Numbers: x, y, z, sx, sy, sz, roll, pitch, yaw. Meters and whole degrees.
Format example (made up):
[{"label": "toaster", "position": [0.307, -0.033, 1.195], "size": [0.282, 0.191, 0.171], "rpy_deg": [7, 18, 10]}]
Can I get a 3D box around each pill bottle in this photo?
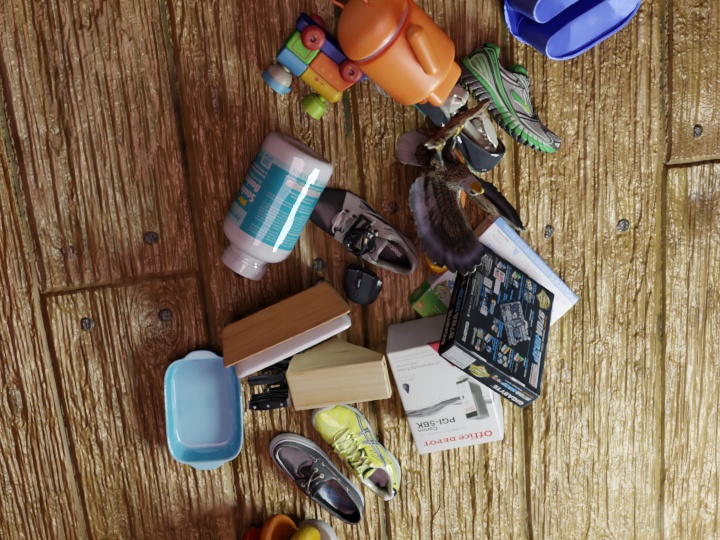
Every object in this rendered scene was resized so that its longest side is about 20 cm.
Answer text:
[{"label": "pill bottle", "position": [-0.129, -0.090, 1.375], "size": [0.110, 0.111, 0.202], "rpy_deg": [26, 101, -14]}]

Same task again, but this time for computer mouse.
[{"label": "computer mouse", "position": [0.000, 0.000, 1.398], "size": [0.058, 0.201, 0.034], "rpy_deg": [21, 62, 14]}]

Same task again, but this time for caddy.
[{"label": "caddy", "position": [0.301, -0.397, 1.350], "size": [0.198, 0.105, 0.142], "rpy_deg": [-30, 132, 2]}]

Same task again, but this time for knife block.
[{"label": "knife block", "position": [-0.074, 0.172, 1.433], "size": [0.174, 0.199, 0.065], "rpy_deg": [-25, 112, -31]}]

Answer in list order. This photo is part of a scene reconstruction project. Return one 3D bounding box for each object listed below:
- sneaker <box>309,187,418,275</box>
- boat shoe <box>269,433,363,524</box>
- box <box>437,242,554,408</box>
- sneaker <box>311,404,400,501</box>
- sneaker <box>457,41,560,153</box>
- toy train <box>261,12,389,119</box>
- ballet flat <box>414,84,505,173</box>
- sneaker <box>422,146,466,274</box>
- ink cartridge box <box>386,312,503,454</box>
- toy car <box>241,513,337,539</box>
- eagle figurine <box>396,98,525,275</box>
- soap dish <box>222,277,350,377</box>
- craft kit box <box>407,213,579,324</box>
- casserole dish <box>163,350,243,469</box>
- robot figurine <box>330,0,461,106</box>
[{"label": "sneaker", "position": [0.007, -0.057, 1.418], "size": [0.198, 0.089, 0.075], "rpy_deg": [28, 103, -13]}, {"label": "boat shoe", "position": [-0.068, 0.345, 1.537], "size": [0.070, 0.066, 0.200], "rpy_deg": [-41, 108, 5]}, {"label": "box", "position": [0.204, 0.076, 1.391], "size": [0.158, 0.202, 0.046], "rpy_deg": [32, 138, -16]}, {"label": "sneaker", "position": [0.000, 0.289, 1.525], "size": [0.075, 0.077, 0.200], "rpy_deg": [-43, 106, 8]}, {"label": "sneaker", "position": [0.231, -0.251, 1.395], "size": [0.085, 0.078, 0.200], "rpy_deg": [-45, 107, 6]}, {"label": "toy train", "position": [-0.038, -0.263, 1.358], "size": [0.199, 0.085, 0.116], "rpy_deg": [38, 110, -18]}, {"label": "ballet flat", "position": [0.146, -0.230, 1.391], "size": [0.073, 0.073, 0.200], "rpy_deg": [-42, 110, 6]}, {"label": "sneaker", "position": [0.130, -0.096, 1.420], "size": [0.072, 0.077, 0.204], "rpy_deg": [0, 91, -3]}, {"label": "ink cartridge box", "position": [0.135, 0.176, 1.477], "size": [0.144, 0.083, 0.202], "rpy_deg": [-13, 116, 12]}, {"label": "toy car", "position": [-0.138, 0.493, 1.539], "size": [0.148, 0.174, 0.203], "rpy_deg": [19, 107, 23]}, {"label": "eagle figurine", "position": [0.141, -0.116, 1.347], "size": [0.149, 0.152, 0.202], "rpy_deg": [-14, 121, 13]}, {"label": "soap dish", "position": [-0.112, 0.081, 1.412], "size": [0.197, 0.157, 0.082], "rpy_deg": [-24, 91, 0]}, {"label": "craft kit box", "position": [0.211, 0.045, 1.500], "size": [0.198, 0.049, 0.200], "rpy_deg": [-45, 107, 4]}, {"label": "casserole dish", "position": [-0.246, 0.215, 1.489], "size": [0.119, 0.039, 0.203], "rpy_deg": [-2, 106, -7]}, {"label": "robot figurine", "position": [0.050, -0.306, 1.277], "size": [0.116, 0.145, 0.199], "rpy_deg": [-36, 127, 27]}]
